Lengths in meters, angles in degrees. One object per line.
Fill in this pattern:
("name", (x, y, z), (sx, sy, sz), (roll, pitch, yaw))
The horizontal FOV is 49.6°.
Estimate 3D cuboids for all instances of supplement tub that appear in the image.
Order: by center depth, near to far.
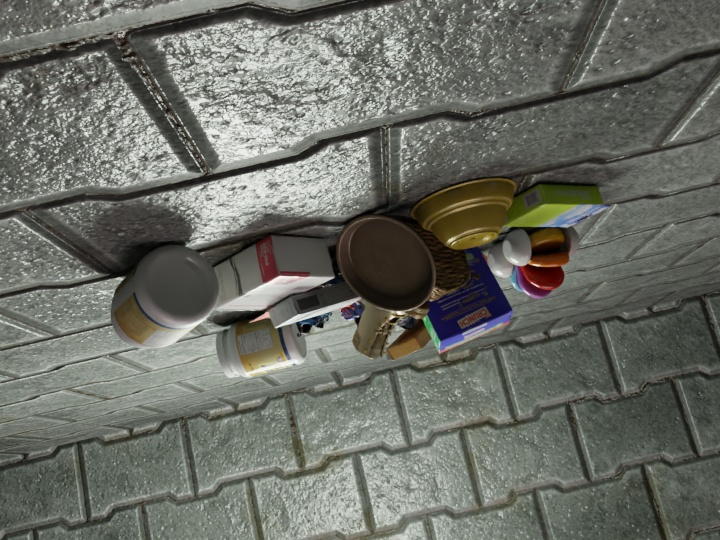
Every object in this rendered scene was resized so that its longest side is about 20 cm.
("supplement tub", (-0.347, 0.052, 1.355), (0.144, 0.145, 0.200), (-3, 163, -35))
("supplement tub", (-0.248, 0.187, 1.960), (0.199, 0.145, 0.144), (-16, 166, 9))

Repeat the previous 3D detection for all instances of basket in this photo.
("basket", (0.104, -0.003, 1.546), (0.149, 0.143, 0.200), (-23, 165, 36))

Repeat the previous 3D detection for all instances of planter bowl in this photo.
("planter bowl", (0.198, -0.091, 1.424), (0.200, 0.084, 0.200), (-13, 166, -3))

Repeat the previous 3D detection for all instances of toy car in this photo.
("toy car", (0.398, -0.014, 1.762), (0.175, 0.150, 0.200), (-9, 165, -18))

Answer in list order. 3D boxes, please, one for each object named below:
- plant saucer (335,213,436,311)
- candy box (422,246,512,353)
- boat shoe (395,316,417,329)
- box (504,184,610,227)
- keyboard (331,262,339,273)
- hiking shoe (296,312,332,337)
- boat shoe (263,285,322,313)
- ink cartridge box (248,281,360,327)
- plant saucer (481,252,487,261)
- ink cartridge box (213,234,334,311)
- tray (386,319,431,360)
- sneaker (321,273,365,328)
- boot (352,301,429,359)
("plant saucer", (0.049, -0.017, 1.417), (0.200, 0.200, 0.029), (-25, -165, 38))
("candy box", (0.203, 0.049, 1.659), (0.169, 0.200, 0.077), (-22, 152, -5))
("boat shoe", (0.088, 0.090, 1.758), (0.072, 0.068, 0.200), (-11, 160, 12))
("box", (0.380, -0.125, 1.530), (0.200, 0.048, 0.122), (-3, 163, -37))
("keyboard", (0.000, 0.000, 1.610), (0.127, 0.021, 0.200), (8, 179, 6))
("hiking shoe", (-0.086, 0.092, 1.859), (0.074, 0.087, 0.200), (0, 161, -42))
("boat shoe", (-0.147, 0.079, 1.792), (0.200, 0.068, 0.072), (-23, 163, 33))
("ink cartridge box", (-0.104, 0.076, 1.598), (0.200, 0.044, 0.173), (-15, 169, -42))
("plant saucer", (0.235, 0.046, 1.833), (0.032, 0.201, 0.200), (27, -164, 40))
("ink cartridge box", (-0.172, 0.008, 1.467), (0.200, 0.085, 0.145), (-27, 161, 38))
("tray", (0.149, 0.139, 1.868), (0.099, 0.037, 0.200), (-29, -173, 39))
("sneaker", (-0.021, 0.069, 1.740), (0.075, 0.079, 0.200), (-5, 147, 40))
("boot", (0.056, 0.110, 1.578), (0.073, 0.156, 0.200), (16, -175, -34))
